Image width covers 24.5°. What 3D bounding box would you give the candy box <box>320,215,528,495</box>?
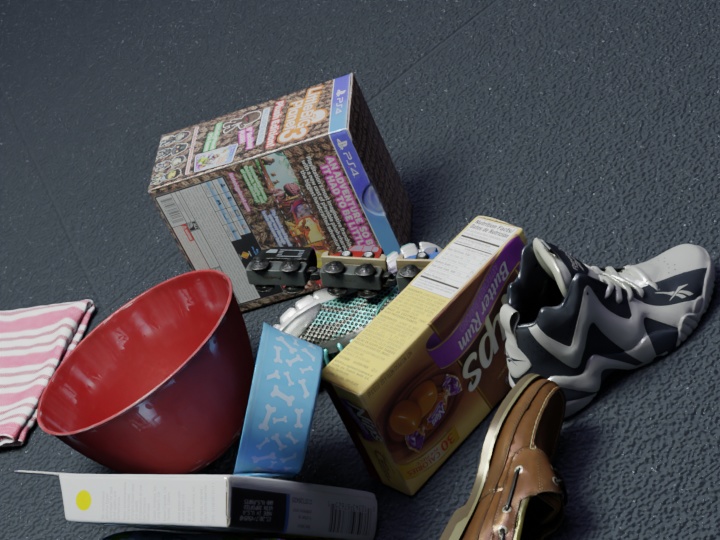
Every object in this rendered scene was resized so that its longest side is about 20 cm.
[{"bbox_3d":[0.068,0.066,1.318,0.200,0.117,0.056,-43,38,-24],"label":"candy box"}]

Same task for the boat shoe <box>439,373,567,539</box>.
[{"bbox_3d":[0.119,0.166,1.204,0.068,0.072,0.201,6,55,32],"label":"boat shoe"}]

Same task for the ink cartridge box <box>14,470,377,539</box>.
[{"bbox_3d":[-0.122,0.177,1.246,0.199,0.197,0.047,-5,79,32],"label":"ink cartridge box"}]

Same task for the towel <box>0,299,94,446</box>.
[{"bbox_3d":[-0.356,0.100,1.630,0.145,0.030,0.201,-7,39,25],"label":"towel"}]

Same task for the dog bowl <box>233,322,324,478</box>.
[{"bbox_3d":[-0.062,0.104,1.252,0.049,0.200,0.112,11,80,-4],"label":"dog bowl"}]

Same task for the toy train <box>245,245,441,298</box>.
[{"bbox_3d":[0.000,0.000,1.407,0.198,0.034,0.046,3,36,18],"label":"toy train"}]

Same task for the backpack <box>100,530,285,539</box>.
[{"bbox_3d":[-0.120,0.261,1.184,0.199,0.154,0.164,-11,42,43],"label":"backpack"}]

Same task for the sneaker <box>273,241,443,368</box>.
[{"bbox_3d":[0.006,0.053,1.418,0.199,0.078,0.091,-34,39,-7],"label":"sneaker"}]

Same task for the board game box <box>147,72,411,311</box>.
[{"bbox_3d":[-0.071,-0.067,1.546,0.199,0.160,0.097,-16,35,14],"label":"board game box"}]

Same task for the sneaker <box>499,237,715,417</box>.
[{"bbox_3d":[0.187,0.012,1.297,0.198,0.130,0.080,-32,35,-9],"label":"sneaker"}]

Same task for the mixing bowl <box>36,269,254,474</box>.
[{"bbox_3d":[-0.163,0.104,1.411,0.199,0.109,0.201,-28,25,15],"label":"mixing bowl"}]
